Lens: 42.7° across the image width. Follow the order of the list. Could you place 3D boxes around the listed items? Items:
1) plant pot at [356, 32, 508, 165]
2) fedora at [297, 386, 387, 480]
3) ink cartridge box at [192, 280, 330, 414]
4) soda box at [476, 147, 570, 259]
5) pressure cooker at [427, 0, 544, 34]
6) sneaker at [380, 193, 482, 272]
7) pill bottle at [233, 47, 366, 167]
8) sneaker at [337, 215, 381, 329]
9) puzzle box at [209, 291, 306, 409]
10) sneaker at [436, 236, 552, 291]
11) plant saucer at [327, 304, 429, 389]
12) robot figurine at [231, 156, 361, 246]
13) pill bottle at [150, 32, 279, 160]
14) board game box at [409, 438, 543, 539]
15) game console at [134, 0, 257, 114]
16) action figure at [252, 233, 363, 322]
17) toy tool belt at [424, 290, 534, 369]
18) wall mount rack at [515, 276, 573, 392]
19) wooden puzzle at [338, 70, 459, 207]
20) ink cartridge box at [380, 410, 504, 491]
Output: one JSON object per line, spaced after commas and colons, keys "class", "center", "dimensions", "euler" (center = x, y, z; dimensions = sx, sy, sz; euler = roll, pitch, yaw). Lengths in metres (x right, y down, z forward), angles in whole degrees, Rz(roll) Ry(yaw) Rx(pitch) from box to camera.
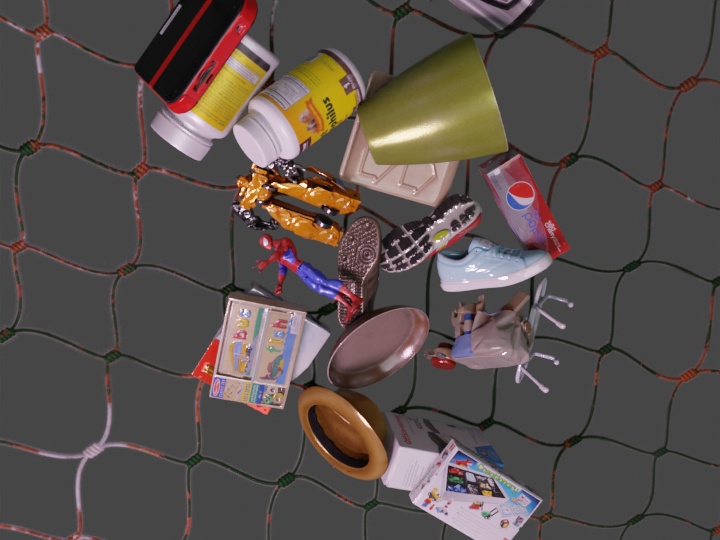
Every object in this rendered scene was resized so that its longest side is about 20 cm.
{"class": "plant pot", "center": [0.102, -0.240, 1.413], "dimensions": [0.199, 0.187, 0.188], "euler": [-18, 110, 7]}
{"class": "fedora", "center": [-0.017, 0.271, 1.618], "dimensions": [0.082, 0.200, 0.201], "euler": [-40, 116, -40]}
{"class": "ink cartridge box", "center": [-0.172, 0.141, 1.583], "dimensions": [0.160, 0.047, 0.200], "euler": [31, 98, -18]}
{"class": "soda box", "center": [0.280, -0.107, 1.579], "dimensions": [0.070, 0.063, 0.200], "euler": [-31, 111, 1]}
{"class": "pressure cooker", "center": [0.186, -0.475, 1.389], "dimensions": [0.200, 0.179, 0.176], "euler": [32, 69, -18]}
{"class": "sneaker", "center": [0.122, -0.052, 1.565], "dimensions": [0.200, 0.085, 0.077], "euler": [-29, 68, 15]}
{"class": "pill bottle", "center": [-0.095, -0.246, 1.412], "dimensions": [0.200, 0.109, 0.109], "euler": [-40, 111, -18]}
{"class": "sneaker", "center": [0.000, 0.000, 1.561], "dimensions": [0.070, 0.076, 0.201], "euler": [16, 107, 14]}
{"class": "puzzle box", "center": [-0.174, 0.137, 1.551], "dimensions": [0.132, 0.025, 0.201], "euler": [11, 116, -7]}
{"class": "sneaker", "center": [0.221, -0.019, 1.562], "dimensions": [0.199, 0.074, 0.082], "euler": [-12, 109, 20]}
{"class": "plant saucer", "center": [0.026, 0.126, 1.578], "dimensions": [0.200, 0.032, 0.201], "euler": [-23, 145, -17]}
{"class": "robot figurine", "center": [-0.109, -0.117, 1.498], "dimensions": [0.199, 0.058, 0.145], "euler": [21, 120, -16]}
{"class": "pill bottle", "center": [-0.224, -0.275, 1.406], "dimensions": [0.114, 0.114, 0.200], "euler": [35, 98, -18]}
{"class": "board game box", "center": [0.199, 0.389, 1.581], "dimensions": [0.200, 0.035, 0.126], "euler": [34, 98, -18]}
{"class": "game console", "center": [-0.244, -0.340, 1.359], "dimensions": [0.031, 0.177, 0.200], "euler": [30, 100, -44]}
{"class": "action figure", "center": [-0.102, 0.020, 1.506], "dimensions": [0.200, 0.065, 0.099], "euler": [41, 60, 7]}
{"class": "toy tool belt", "center": [0.210, 0.105, 1.607], "dimensions": [0.125, 0.200, 0.123], "euler": [28, 64, -34]}
{"class": "wall mount rack", "center": [0.321, 0.120, 1.604], "dimensions": [0.074, 0.174, 0.201], "euler": [15, 107, 18]}
{"class": "wooden puzzle", "center": [0.076, -0.216, 1.520], "dimensions": [0.199, 0.046, 0.186], "euler": [13, 105, -19]}
{"class": "ink cartridge box", "center": [0.134, 0.333, 1.648], "dimensions": [0.199, 0.145, 0.084], "euler": [13, 105, -14]}
